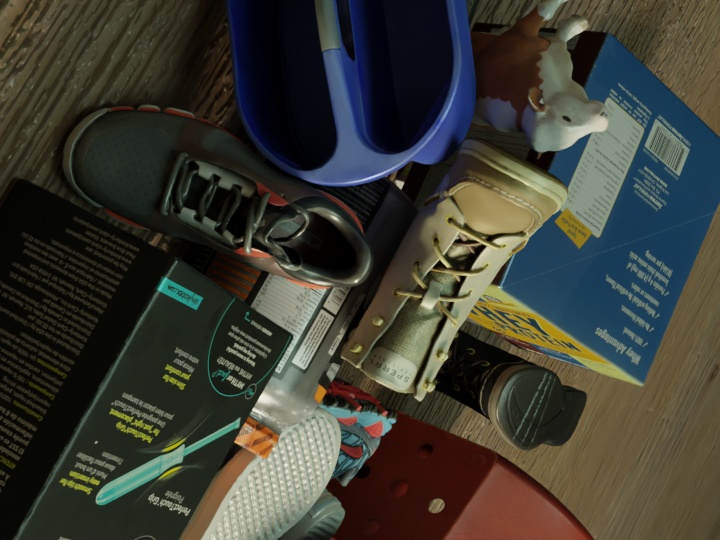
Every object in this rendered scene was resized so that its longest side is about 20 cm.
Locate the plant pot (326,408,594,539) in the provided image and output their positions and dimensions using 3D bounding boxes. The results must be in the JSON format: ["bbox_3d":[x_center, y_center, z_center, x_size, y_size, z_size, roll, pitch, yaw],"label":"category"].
[{"bbox_3d":[0.061,0.242,1.280,0.200,0.200,0.176,-52,138,-23],"label":"plant pot"}]

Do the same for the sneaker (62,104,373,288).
[{"bbox_3d":[-0.075,-0.043,0.843,0.200,0.082,0.077,19,93,-21],"label":"sneaker"}]

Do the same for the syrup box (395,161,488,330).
[{"bbox_3d":[0.103,-0.034,1.231,0.079,0.081,0.200,-53,147,-21],"label":"syrup box"}]

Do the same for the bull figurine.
[{"bbox_3d":[0.091,-0.133,0.944,0.121,0.200,0.065,-53,127,-21],"label":"bull figurine"}]

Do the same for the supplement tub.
[{"bbox_3d":[-0.056,0.017,0.965,0.200,0.122,0.123,-60,151,-8],"label":"supplement tub"}]

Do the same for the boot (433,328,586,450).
[{"bbox_3d":[0.107,0.095,1.266,0.200,0.151,0.073,16,98,-62],"label":"boot"}]

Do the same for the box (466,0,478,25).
[{"bbox_3d":[0.037,-0.224,1.016,0.160,0.044,0.200,-3,114,-58],"label":"box"}]

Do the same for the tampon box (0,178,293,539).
[{"bbox_3d":[-0.164,0.079,0.828,0.200,0.126,0.150,-61,151,-7],"label":"tampon box"}]

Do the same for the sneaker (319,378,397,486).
[{"bbox_3d":[-0.036,0.134,1.135,0.096,0.079,0.200,-62,151,-1],"label":"sneaker"}]

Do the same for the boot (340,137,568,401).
[{"bbox_3d":[0.053,0.004,0.885,0.155,0.072,0.200,-59,-177,-8],"label":"boot"}]

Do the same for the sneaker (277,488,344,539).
[{"bbox_3d":[-0.085,0.217,1.132,0.074,0.082,0.200,-9,144,-49],"label":"sneaker"}]

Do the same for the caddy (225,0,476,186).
[{"bbox_3d":[-0.006,-0.146,0.865,0.105,0.141,0.200,23,58,-70],"label":"caddy"}]

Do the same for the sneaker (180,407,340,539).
[{"bbox_3d":[-0.101,0.169,1.035,0.200,0.082,0.074,-49,128,-6],"label":"sneaker"}]

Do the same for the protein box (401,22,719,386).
[{"bbox_3d":[0.152,-0.050,1.087,0.199,0.135,0.200,31,80,-41],"label":"protein box"}]
